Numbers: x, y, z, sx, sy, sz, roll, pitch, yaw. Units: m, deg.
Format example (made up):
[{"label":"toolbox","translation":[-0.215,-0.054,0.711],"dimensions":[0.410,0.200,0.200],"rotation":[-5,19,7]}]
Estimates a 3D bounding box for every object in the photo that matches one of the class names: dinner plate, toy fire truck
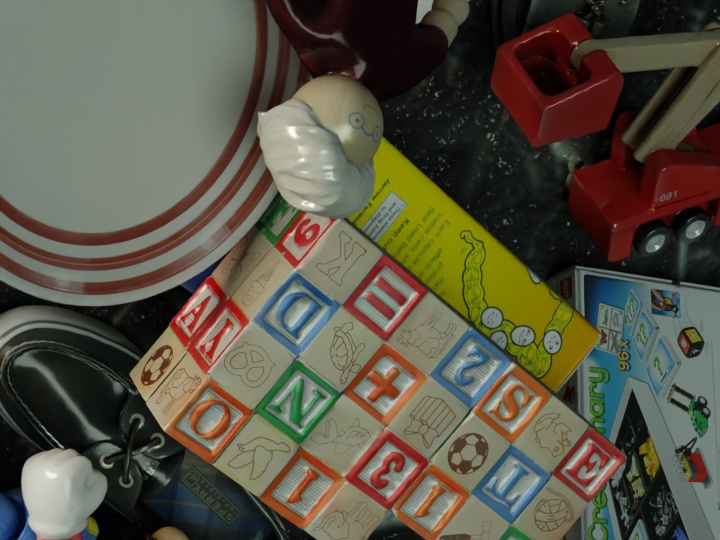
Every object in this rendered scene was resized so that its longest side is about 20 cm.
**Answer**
[{"label":"dinner plate","translation":[-0.097,-0.086,0.745],"dimensions":[0.199,0.024,0.202],"rotation":[-14,111,-39]},{"label":"toy fire truck","translation":[0.160,-0.076,0.947],"dimensions":[0.198,0.049,0.142],"rotation":[-18,140,-18]}]

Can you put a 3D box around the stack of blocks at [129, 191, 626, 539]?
[{"label":"stack of blocks","translation":[0.011,0.066,0.837],"dimensions":[0.200,0.059,0.115],"rotation":[39,93,-30]}]

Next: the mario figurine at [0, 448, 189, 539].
[{"label":"mario figurine","translation":[-0.135,0.124,0.887],"dimensions":[0.200,0.124,0.106],"rotation":[40,102,-14]}]

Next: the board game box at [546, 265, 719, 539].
[{"label":"board game box","translation":[0.161,0.105,0.999],"dimensions":[0.125,0.035,0.202],"rotation":[9,72,-26]}]

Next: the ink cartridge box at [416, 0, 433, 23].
[{"label":"ink cartridge box","translation":[0.002,-0.193,0.855],"dimensions":[0.114,0.068,0.201],"rotation":[-24,117,-14]}]

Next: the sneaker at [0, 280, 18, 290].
[{"label":"sneaker","translation":[-0.182,-0.061,0.825],"dimensions":[0.199,0.073,0.112],"rotation":[38,120,-11]}]

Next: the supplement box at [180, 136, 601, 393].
[{"label":"supplement box","translation":[0.000,0.000,0.904],"dimensions":[0.200,0.109,0.110],"rotation":[40,91,-30]}]

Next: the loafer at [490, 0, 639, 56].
[{"label":"loafer","translation":[0.111,-0.168,0.915],"dimensions":[0.071,0.063,0.202],"rotation":[0,109,-24]}]

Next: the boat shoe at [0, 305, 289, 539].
[{"label":"boat shoe","translation":[-0.104,0.089,0.922],"dimensions":[0.069,0.057,0.200],"rotation":[-48,120,0]}]

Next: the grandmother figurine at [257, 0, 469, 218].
[{"label":"grandmother figurine","translation":[0.002,-0.119,0.768],"dimensions":[0.121,0.060,0.202],"rotation":[21,75,-30]}]
